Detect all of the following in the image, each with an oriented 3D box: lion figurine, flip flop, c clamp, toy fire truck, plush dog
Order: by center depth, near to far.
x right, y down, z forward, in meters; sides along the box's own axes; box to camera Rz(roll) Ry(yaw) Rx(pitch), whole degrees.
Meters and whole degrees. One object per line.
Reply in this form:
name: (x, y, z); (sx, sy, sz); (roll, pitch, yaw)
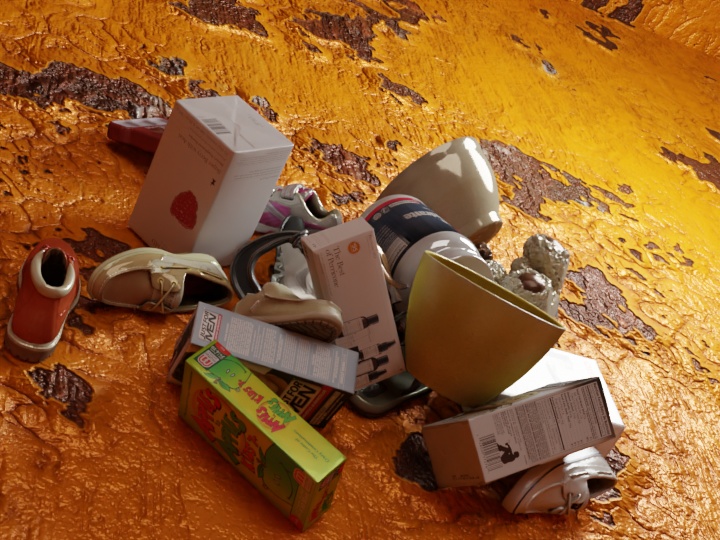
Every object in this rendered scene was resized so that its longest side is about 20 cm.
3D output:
c clamp: (-0.064, 0.028, 1.553); (0.200, 0.171, 0.027); (52, -6, 6)
flip flop: (0.051, 0.127, 1.578); (0.081, 0.058, 0.200); (36, 33, 22)
lion figurine: (0.000, 0.000, 1.643); (0.072, 0.200, 0.123); (-12, 79, -31)
plush dog: (0.203, 0.037, 1.797); (0.171, 0.161, 0.200); (14, 30, 17)
toy fire truck: (-0.254, -0.200, 1.811); (0.167, 0.113, 0.200); (22, 23, 30)

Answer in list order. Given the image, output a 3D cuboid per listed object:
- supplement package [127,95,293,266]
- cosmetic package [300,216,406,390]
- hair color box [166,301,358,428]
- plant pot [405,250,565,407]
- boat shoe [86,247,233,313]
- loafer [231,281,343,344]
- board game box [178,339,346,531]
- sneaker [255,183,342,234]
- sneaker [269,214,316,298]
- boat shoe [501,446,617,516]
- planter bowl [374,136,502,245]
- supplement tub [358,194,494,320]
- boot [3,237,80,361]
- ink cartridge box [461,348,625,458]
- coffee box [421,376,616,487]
supplement package: (-0.200, -0.112, 1.604); (0.121, 0.201, 0.119); (41, 31, 24)
cosmetic package: (-0.006, 0.044, 1.480); (0.082, 0.201, 0.051); (-21, 27, -14)
hair color box: (-0.113, 0.112, 1.414); (0.199, 0.099, 0.061); (19, 52, -15)
plant pot: (0.134, 0.085, 1.512); (0.199, 0.143, 0.200); (28, 6, -3)
boat shoe: (-0.239, 0.018, 1.497); (0.199, 0.074, 0.066); (-6, 38, -45)
loafer: (-0.094, 0.049, 1.458); (0.076, 0.199, 0.069); (32, 65, -38)
board game box: (-0.110, 0.178, 1.314); (0.200, 0.102, 0.048); (39, 51, 20)
sneaker: (-0.107, -0.093, 1.759); (0.199, 0.089, 0.081); (29, 24, 1)
sneaker: (-0.074, 0.000, 1.644); (0.088, 0.074, 0.201); (1, 41, 1)
boat shoe: (0.253, 0.272, 1.513); (0.066, 0.072, 0.199); (45, 28, 27)
planter bowl: (0.136, -0.090, 1.877); (0.200, 0.200, 0.135); (-16, 66, -51)
supplement tub: (0.083, -0.008, 1.702); (0.140, 0.141, 0.200); (6, 23, -33)
boot: (-0.351, 0.004, 1.395); (0.075, 0.108, 0.200); (16, 30, -16)
ink cartridge box: (0.238, 0.171, 1.640); (0.199, 0.085, 0.146); (18, 31, -21)
coffee box: (0.191, 0.194, 1.465); (0.199, 0.113, 0.080); (-14, 86, -29)
